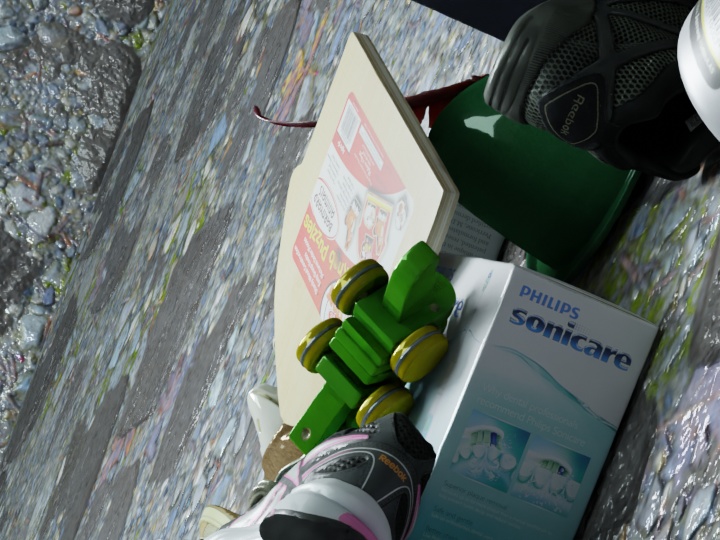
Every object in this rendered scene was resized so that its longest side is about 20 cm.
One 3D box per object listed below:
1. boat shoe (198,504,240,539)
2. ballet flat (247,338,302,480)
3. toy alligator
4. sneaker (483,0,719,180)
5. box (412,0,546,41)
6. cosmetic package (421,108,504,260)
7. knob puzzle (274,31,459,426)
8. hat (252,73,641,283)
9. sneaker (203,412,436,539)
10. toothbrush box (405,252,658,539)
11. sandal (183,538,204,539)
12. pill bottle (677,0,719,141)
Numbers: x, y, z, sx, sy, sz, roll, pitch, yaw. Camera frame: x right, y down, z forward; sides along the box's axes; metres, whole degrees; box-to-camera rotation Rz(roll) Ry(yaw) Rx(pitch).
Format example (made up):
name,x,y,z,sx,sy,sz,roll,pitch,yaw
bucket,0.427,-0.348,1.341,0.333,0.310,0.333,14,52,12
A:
name,x,y,z,sx,sy,sz,roll,pitch,yaw
boat shoe,-0.069,0.197,1.763,0.063,0.073,0.201,-64,19,-8
ballet flat,-0.030,0.074,1.788,0.200,0.072,0.068,-64,-11,17
toy alligator,0.002,0.056,1.370,0.054,0.059,0.200,-17,-34,-47
sneaker,0.153,-0.105,1.377,0.199,0.114,0.076,-37,-23,-54
box,0.099,-0.257,1.758,0.183,0.104,0.200,-63,13,14
cosmetic package,0.032,0.002,1.668,0.101,0.071,0.201,173,118,-75
knob puzzle,0.000,0.000,1.482,0.220,0.030,0.221,-172,90,-66
hat,0.052,-0.088,1.492,0.166,0.176,0.200,-83,20,-55
sneaker,-0.011,0.121,1.301,0.086,0.080,0.200,-50,8,-24
toothbrush box,0.056,0.098,1.372,0.146,0.085,0.201,-171,103,-77
sandal,-0.099,0.181,1.495,0.201,0.057,0.080,-6,43,57
pill bottle,0.215,-0.127,1.037,0.200,0.112,0.113,-56,17,41
